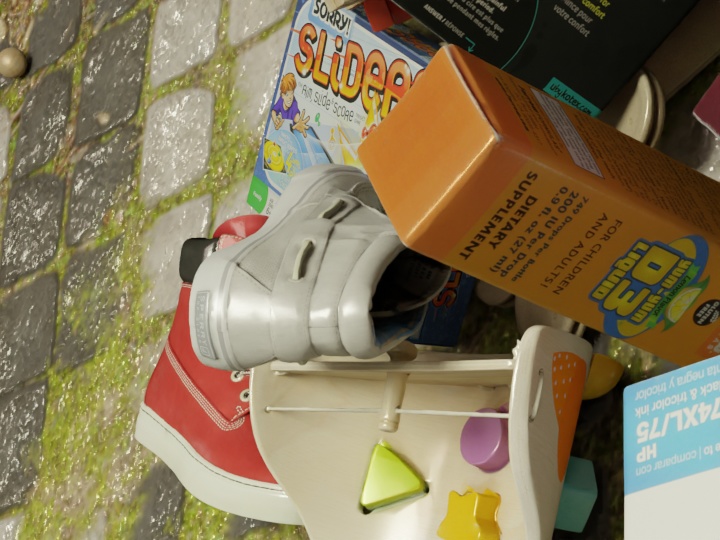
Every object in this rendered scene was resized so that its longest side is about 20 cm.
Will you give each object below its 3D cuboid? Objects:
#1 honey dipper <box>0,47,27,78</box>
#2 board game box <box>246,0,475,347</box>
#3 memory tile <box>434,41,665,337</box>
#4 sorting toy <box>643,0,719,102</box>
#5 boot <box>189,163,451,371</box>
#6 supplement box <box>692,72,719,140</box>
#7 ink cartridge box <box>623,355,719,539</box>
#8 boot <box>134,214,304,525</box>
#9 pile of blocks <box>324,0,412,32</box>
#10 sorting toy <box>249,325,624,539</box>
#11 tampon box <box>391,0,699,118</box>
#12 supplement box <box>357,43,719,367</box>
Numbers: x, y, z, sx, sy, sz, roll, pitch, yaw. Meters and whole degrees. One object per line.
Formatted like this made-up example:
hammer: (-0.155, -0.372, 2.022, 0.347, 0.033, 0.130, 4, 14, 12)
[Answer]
honey dipper: (-0.307, -0.171, 1.658, 0.199, 0.038, 0.038, 16, 85, 51)
board game box: (0.009, -0.062, 1.167, 0.200, 0.034, 0.136, 40, 119, 54)
memory tile: (0.078, -0.061, 1.100, 0.200, 0.017, 0.154, 47, 124, 51)
sorting toy: (0.145, -0.188, 1.093, 0.185, 0.036, 0.201, -42, 44, 30)
boot: (0.000, 0.000, 1.029, 0.095, 0.200, 0.074, 1, 111, 20)
supplement box: (0.240, -0.112, 0.914, 0.201, 0.061, 0.109, -55, 40, 16)
ink cartridge box: (0.193, 0.137, 0.778, 0.145, 0.146, 0.202, -22, 56, 43)
boot: (-0.055, 0.049, 1.181, 0.200, 0.072, 0.146, 27, 105, 56)
pile of blocks: (0.006, -0.157, 1.155, 0.082, 0.200, 0.063, -21, 92, 34)
sorting toy: (0.038, 0.123, 1.031, 0.199, 0.106, 0.182, -3, 78, 51)
tampon box: (0.093, -0.194, 0.994, 0.200, 0.150, 0.126, -49, 39, 10)
supplement box: (0.096, -0.022, 0.936, 0.067, 0.199, 0.069, -49, 44, 22)
